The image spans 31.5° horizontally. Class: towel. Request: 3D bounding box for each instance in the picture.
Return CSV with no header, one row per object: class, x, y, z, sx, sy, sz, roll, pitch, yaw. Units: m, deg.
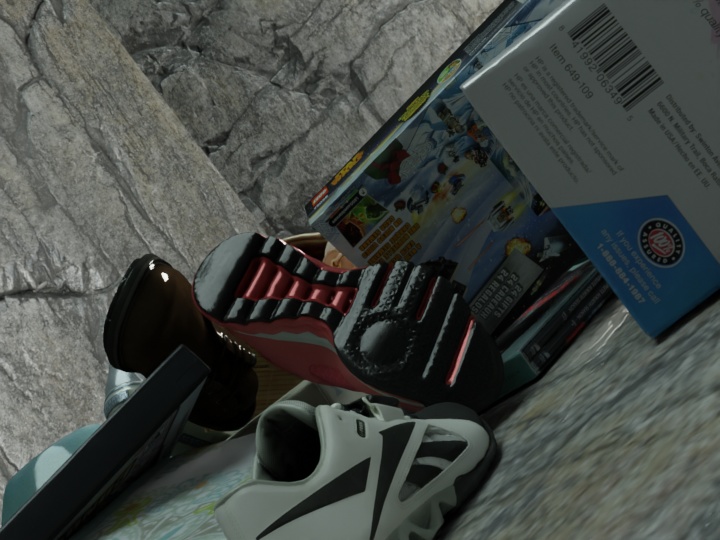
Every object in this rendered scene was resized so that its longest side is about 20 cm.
towel,-0.065,0.134,0.687,0.170,0.049,0.200,-14,11,23

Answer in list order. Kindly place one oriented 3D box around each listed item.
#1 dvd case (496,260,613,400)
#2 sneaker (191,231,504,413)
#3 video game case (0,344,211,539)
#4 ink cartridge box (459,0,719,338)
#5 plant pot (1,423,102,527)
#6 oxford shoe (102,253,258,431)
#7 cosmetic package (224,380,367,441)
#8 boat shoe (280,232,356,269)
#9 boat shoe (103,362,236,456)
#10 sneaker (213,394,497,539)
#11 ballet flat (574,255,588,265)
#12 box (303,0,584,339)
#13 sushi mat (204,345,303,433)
dvd case,0.107,0.037,0.822,0.200,0.022,0.146,-38,0,-44
sneaker,0.000,0.037,0.740,0.074,0.199,0.087,-60,-31,-18
video game case,-0.172,0.149,0.737,0.200,0.025,0.181,-48,-5,-30
ink cartridge box,0.173,-0.093,0.626,0.199,0.147,0.146,-38,0,9
plant pot,-0.223,0.211,1.074,0.199,0.135,0.200,-37,-7,-5
oxford shoe,-0.102,0.049,0.798,0.200,0.084,0.073,69,-137,-66
cosmetic package,-0.057,0.135,0.895,0.200,0.071,0.105,-38,-1,31
boat shoe,0.000,0.000,0.869,0.199,0.069,0.074,-9,36,51
boat shoe,-0.116,0.114,1.005,0.070,0.200,0.072,-35,46,26
sneaker,0.000,0.085,0.572,0.074,0.089,0.200,-39,-1,23
ballet flat,0.085,-0.030,0.869,0.071,0.071,0.199,-38,16,-30
box,0.083,-0.058,0.750,0.200,0.137,0.040,-44,20,8
sushi mat,-0.046,0.075,1.010,0.012,0.097,0.199,9,4,39
